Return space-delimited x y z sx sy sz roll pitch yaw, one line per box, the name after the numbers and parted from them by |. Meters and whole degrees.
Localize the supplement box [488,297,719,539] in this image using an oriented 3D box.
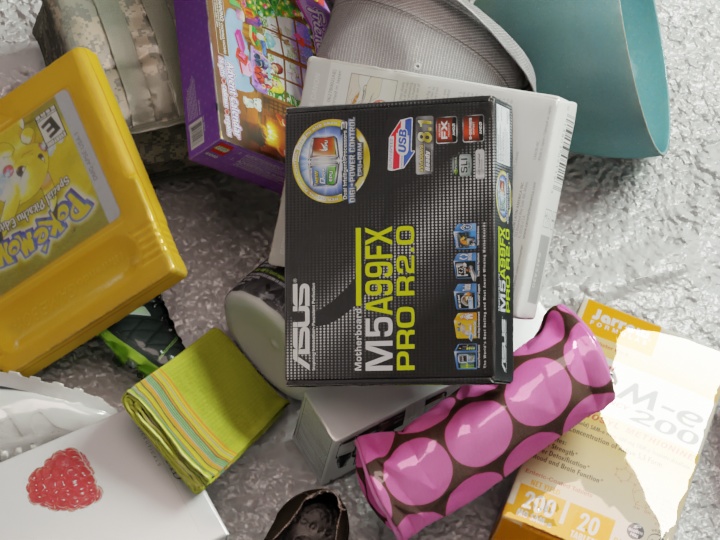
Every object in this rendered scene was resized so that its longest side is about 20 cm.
0.187 0.136 1.721 0.126 0.074 0.201 21 60 4 | supplement box

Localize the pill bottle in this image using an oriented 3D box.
0.000 0.000 1.750 0.106 0.106 0.200 42 64 15 | pill bottle

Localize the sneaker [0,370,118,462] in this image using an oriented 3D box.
-0.272 0.115 1.674 0.199 0.076 0.081 7 72 0 | sneaker

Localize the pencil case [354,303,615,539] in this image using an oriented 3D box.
0.085 0.107 1.649 0.200 0.091 0.094 -32 45 -6 | pencil case

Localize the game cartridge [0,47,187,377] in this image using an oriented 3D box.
-0.236 -0.039 1.709 0.176 0.032 0.201 -32 65 17 | game cartridge

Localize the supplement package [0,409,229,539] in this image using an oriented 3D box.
-0.208 0.197 1.601 0.199 0.120 0.122 -23 66 -20 | supplement package

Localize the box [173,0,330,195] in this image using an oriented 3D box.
-0.076 -0.157 1.746 0.137 0.039 0.201 20 52 -42 | box

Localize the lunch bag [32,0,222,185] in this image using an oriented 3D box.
-0.139 -0.163 1.815 0.199 0.118 0.165 -13 68 -19 | lunch bag

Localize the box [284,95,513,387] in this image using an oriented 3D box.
0.027 -0.018 1.621 0.159 0.044 0.201 -1 85 21 | box

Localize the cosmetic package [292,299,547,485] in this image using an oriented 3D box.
0.049 0.086 1.725 0.199 0.083 0.051 -25 70 -20 | cosmetic package

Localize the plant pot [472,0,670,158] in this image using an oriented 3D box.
0.162 -0.180 1.845 0.134 0.200 0.201 -10 59 16 | plant pot

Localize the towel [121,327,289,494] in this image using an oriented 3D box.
-0.108 0.095 1.647 0.018 0.200 0.086 -39 91 19 | towel

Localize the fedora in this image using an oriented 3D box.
0.033 -0.150 1.742 0.200 0.177 0.091 35 71 -19 | fedora

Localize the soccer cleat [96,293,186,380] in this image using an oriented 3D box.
-0.175 0.024 1.730 0.200 0.068 0.081 38 77 16 | soccer cleat

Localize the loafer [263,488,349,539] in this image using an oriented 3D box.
-0.062 0.234 1.630 0.073 0.071 0.201 19 60 3 | loafer

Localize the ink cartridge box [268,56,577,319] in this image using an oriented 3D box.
0.045 -0.061 1.666 0.199 0.050 0.162 11 90 24 | ink cartridge box
